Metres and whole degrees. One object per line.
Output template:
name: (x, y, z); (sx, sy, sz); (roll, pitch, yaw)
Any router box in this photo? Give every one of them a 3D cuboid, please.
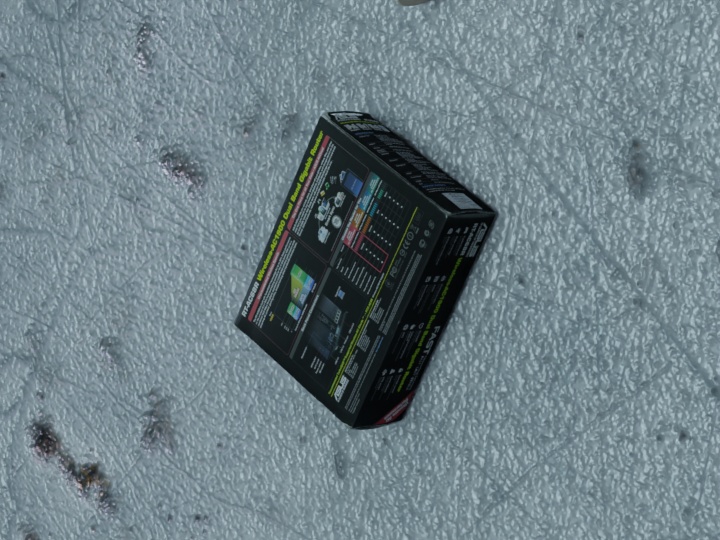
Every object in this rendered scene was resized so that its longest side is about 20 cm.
router box: (0.000, 0.000, 1.751); (0.150, 0.062, 0.200); (40, 118, 33)

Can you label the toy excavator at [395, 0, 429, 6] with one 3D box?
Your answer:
toy excavator: (0.079, -0.286, 1.630); (0.200, 0.194, 0.100); (-32, 69, 9)
